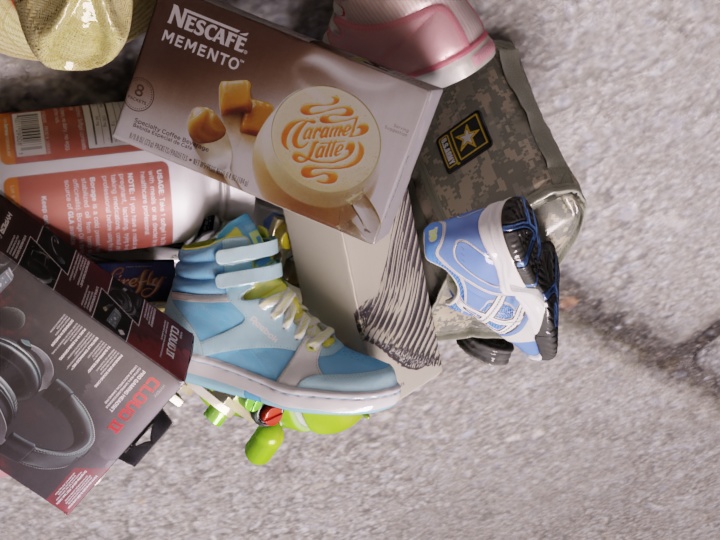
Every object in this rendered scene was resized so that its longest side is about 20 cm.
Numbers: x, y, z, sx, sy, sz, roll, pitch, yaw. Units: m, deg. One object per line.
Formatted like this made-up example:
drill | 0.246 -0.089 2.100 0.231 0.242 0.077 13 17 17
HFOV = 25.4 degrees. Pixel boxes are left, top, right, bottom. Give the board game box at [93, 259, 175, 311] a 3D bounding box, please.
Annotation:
board game box | -0.236 0.027 1.313 0.134 0.035 0.200 -2 171 -19

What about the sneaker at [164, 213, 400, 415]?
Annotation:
sneaker | -0.059 0.030 1.194 0.197 0.132 0.079 12 -169 12

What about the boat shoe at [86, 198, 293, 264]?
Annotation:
boat shoe | -0.134 -0.030 1.308 0.197 0.074 0.067 -4 162 -15

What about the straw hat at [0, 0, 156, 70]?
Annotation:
straw hat | -0.193 -0.184 1.079 0.198 0.086 0.202 -10 144 -7

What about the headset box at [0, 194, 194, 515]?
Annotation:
headset box | -0.228 0.069 1.155 0.199 0.077 0.149 38 111 -16

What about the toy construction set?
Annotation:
toy construction set | -0.094 0.051 1.294 0.200 0.092 0.131 -41 134 10

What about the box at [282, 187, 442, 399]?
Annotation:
box | 0.000 0.000 1.239 0.082 0.068 0.202 -29 117 -37

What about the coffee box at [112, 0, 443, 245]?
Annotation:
coffee box | -0.056 -0.110 1.109 0.198 0.080 0.116 23 100 6

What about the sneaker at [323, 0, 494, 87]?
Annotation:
sneaker | -0.003 -0.171 1.181 0.199 0.075 0.105 -17 114 38

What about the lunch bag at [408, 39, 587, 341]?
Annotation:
lunch bag | 0.095 -0.064 1.283 0.116 0.165 0.201 -2 142 -24

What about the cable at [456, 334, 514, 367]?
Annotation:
cable | 0.080 0.039 1.408 0.096 0.200 0.051 14 114 -40

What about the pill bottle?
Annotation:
pill bottle | -0.184 -0.071 1.211 0.197 0.113 0.113 -7 144 -12

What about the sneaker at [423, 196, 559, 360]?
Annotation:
sneaker | 0.105 0.007 1.190 0.076 0.077 0.200 -6 148 17

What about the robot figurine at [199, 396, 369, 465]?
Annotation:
robot figurine | -0.069 0.079 1.414 0.198 0.177 0.116 10 152 24

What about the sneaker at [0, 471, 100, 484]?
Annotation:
sneaker | -0.303 0.170 1.498 0.199 0.106 0.075 -33 143 24
